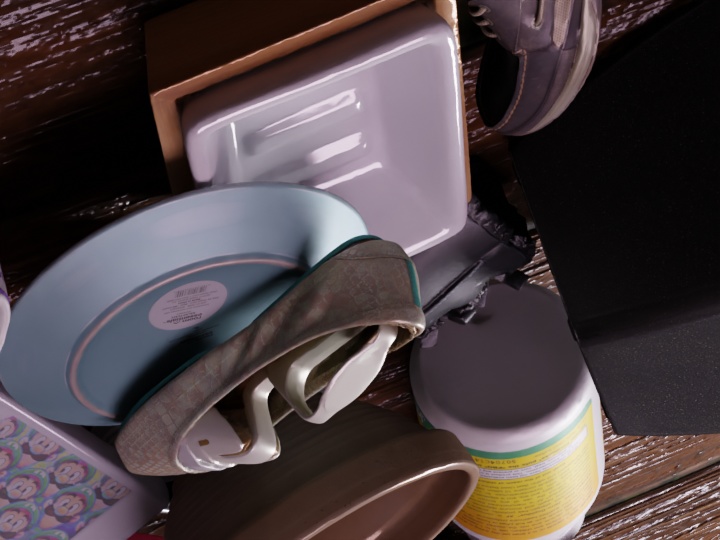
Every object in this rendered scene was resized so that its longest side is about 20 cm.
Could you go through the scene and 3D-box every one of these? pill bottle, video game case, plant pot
[{"bbox_3d":[0.094,0.101,1.675,0.112,0.113,0.200,-24,149,-7],"label":"pill bottle"},{"bbox_3d":[-0.236,0.131,1.488,0.182,0.024,0.200,-39,129,18],"label":"video game case"},{"bbox_3d":[0.192,-0.020,1.514,0.177,0.201,0.200,-20,150,5],"label":"plant pot"},{"bbox_3d":[-0.041,0.132,1.509,0.200,0.093,0.201,-32,163,-11],"label":"plant pot"}]

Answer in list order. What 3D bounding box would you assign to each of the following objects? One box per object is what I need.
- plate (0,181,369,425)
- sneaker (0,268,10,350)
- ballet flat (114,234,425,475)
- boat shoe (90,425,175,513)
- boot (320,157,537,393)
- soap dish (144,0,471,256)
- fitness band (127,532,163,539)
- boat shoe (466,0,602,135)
[{"bbox_3d":[-0.084,0.027,1.354,0.199,0.026,0.201,-18,150,-10],"label":"plate"},{"bbox_3d":[-0.249,0.049,1.323,0.200,0.115,0.072,-42,148,25],"label":"sneaker"},{"bbox_3d":[-0.047,0.059,1.343,0.200,0.063,0.067,-41,146,27],"label":"ballet flat"},{"bbox_3d":[-0.072,0.121,1.614,0.072,0.069,0.200,-42,147,22],"label":"boat shoe"},{"bbox_3d":[0.000,0.001,1.490,0.162,0.074,0.198,-35,156,16],"label":"boot"},{"bbox_3d":[-0.026,-0.072,1.353,0.157,0.081,0.200,-23,149,-9],"label":"soap dish"},{"bbox_3d":[-0.163,0.231,1.631,0.199,0.144,0.038,-11,147,-26],"label":"fitness band"},{"bbox_3d":[0.082,-0.152,1.343,0.073,0.075,0.201,-2,133,-21],"label":"boat shoe"}]
